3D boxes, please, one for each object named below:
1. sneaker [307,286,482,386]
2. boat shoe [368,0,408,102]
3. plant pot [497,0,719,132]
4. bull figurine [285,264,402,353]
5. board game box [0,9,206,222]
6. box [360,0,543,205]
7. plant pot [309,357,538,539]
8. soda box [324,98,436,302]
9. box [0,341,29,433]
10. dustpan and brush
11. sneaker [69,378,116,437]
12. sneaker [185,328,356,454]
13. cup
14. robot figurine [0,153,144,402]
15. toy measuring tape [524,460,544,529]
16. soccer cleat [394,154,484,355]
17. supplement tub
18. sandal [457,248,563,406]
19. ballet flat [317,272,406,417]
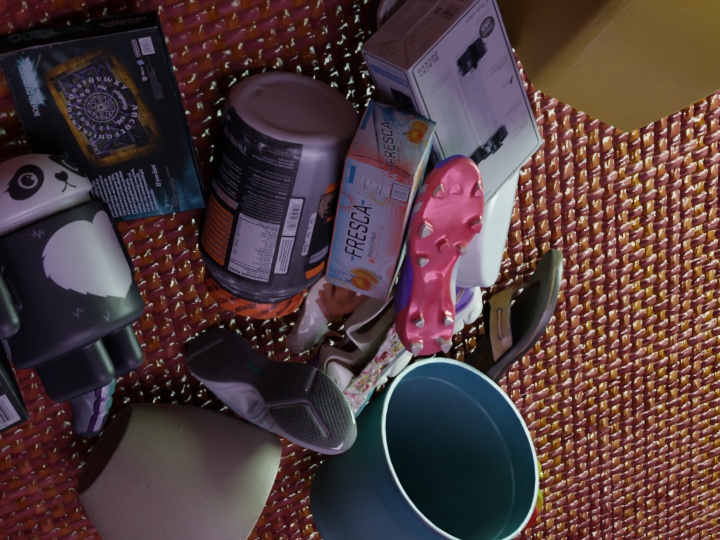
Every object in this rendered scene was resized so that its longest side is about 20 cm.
[{"bbox_3d":[0.024,0.048,1.835,0.199,0.081,0.084,-34,120,-8],"label":"sneaker"},{"bbox_3d":[0.041,-0.178,1.638,0.074,0.060,0.200,-51,141,-17],"label":"boat shoe"},{"bbox_3d":[0.229,-0.243,1.605,0.199,0.201,0.176,19,127,-40],"label":"plant pot"},{"bbox_3d":[0.000,0.000,1.761,0.199,0.065,0.122,-34,156,-5],"label":"bull figurine"},{"bbox_3d":[-0.214,-0.122,1.539,0.134,0.028,0.201,-9,134,2],"label":"board game box"},{"bbox_3d":[0.083,-0.150,1.604,0.117,0.060,0.201,-47,140,-18],"label":"box"},{"bbox_3d":[0.051,0.219,1.895,0.199,0.202,0.188,9,151,-35],"label":"plant pot"},{"bbox_3d":[0.016,-0.058,1.600,0.063,0.069,0.201,20,147,5],"label":"soda box"},{"bbox_3d":[-0.381,0.052,1.499,0.148,0.201,0.125,-26,137,-6],"label":"box"},{"bbox_3d":[0.096,-0.043,1.729,0.200,0.057,0.141,-29,131,-72],"label":"dustpan and brush"},{"bbox_3d":[-0.267,0.061,1.680,0.087,0.075,0.202,4,117,-15],"label":"sneaker"},{"bbox_3d":[-0.077,0.123,1.755,0.071,0.199,0.080,-50,146,-18],"label":"sneaker"},{"bbox_3d":[-0.190,0.209,1.776,0.143,0.201,0.201,33,110,-16],"label":"cup"},{"bbox_3d":[-0.253,0.003,1.509,0.124,0.150,0.202,-23,93,-6],"label":"robot figurine"},{"bbox_3d":[0.156,0.294,2.115,0.073,0.074,0.201,14,120,-37],"label":"toy measuring tape"},{"bbox_3d":[0.062,-0.018,1.617,0.066,0.077,0.202,-4,122,-19],"label":"soccer cleat"},{"bbox_3d":[-0.077,-0.064,1.627,0.121,0.123,0.201,-5,131,-26],"label":"supplement tub"},{"bbox_3d":[0.146,0.058,1.910,0.054,0.082,0.200,28,120,-19],"label":"sandal"},{"bbox_3d":[0.000,0.074,1.749,0.064,0.076,0.200,25,112,-35],"label":"ballet flat"}]
